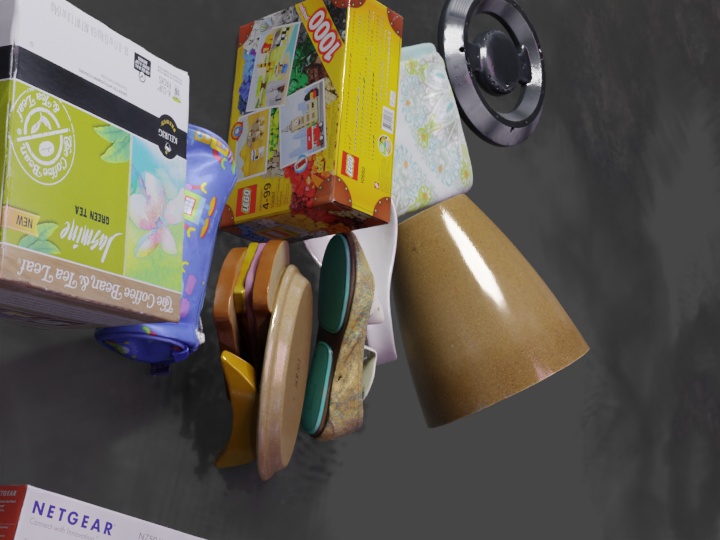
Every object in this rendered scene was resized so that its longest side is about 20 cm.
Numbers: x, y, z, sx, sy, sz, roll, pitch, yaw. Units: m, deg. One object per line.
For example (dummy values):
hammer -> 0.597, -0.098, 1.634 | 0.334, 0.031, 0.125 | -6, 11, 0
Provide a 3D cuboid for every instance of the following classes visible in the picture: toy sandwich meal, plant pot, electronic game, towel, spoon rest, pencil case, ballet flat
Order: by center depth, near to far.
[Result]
pencil case -> -0.155, -0.020, 0.952 | 0.086, 0.078, 0.202 | 13, 70, -9
toy sandwich meal -> -0.088, 0.079, 0.999 | 0.205, 0.069, 0.208 | 7, 90, -86
ballet flat -> -0.011, 0.061, 1.082 | 0.070, 0.070, 0.202 | -2, 105, -49
spoon rest -> 0.000, 0.000, 1.132 | 0.098, 0.061, 0.202 | -16, 99, -10
plant pot -> 0.111, 0.030, 1.196 | 0.186, 0.186, 0.202 | -22, 86, -48
towel -> 0.040, -0.146, 1.227 | 0.199, 0.048, 0.173 | -21, 98, -48
electronic game -> 0.159, -0.248, 1.385 | 0.199, 0.041, 0.203 | 11, 76, -46

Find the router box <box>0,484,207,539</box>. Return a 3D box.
router box -> -0.205, 0.274, 0.868 | 0.199, 0.049, 0.181 | 30, 62, -42

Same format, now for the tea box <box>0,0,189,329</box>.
tea box -> -0.227, -0.068, 0.806 | 0.200, 0.132, 0.199 | 21, 68, -64

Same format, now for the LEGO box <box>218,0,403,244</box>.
LEGO box -> -0.045, -0.135, 1.050 | 0.077, 0.148, 0.202 | 19, 68, -45
